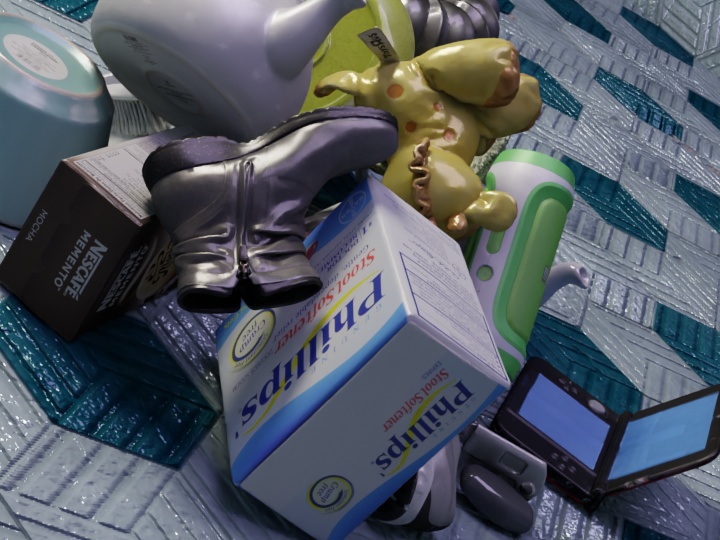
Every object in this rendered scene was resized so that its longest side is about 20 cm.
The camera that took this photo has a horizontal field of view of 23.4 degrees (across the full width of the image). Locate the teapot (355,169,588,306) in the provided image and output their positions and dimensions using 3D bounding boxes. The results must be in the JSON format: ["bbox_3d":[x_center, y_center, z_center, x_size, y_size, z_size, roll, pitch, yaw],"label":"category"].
[{"bbox_3d":[0.092,-0.036,1.673,0.199,0.146,0.198,23,25,-25],"label":"teapot"}]

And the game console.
[{"bbox_3d":[0.232,0.125,1.585,0.172,0.119,0.200,37,22,4],"label":"game console"}]

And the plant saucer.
[{"bbox_3d":[-0.051,-0.199,1.568,0.200,0.200,0.031,46,-5,24],"label":"plant saucer"}]

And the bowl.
[{"bbox_3d":[-0.278,-0.132,1.395,0.200,0.105,0.201,30,23,-14],"label":"bowl"}]

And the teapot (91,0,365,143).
[{"bbox_3d":[-0.114,-0.202,1.424,0.199,0.146,0.197,33,-17,2],"label":"teapot"}]

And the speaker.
[{"bbox_3d":[0.129,-0.003,1.548,0.088,0.201,0.089,17,-17,6],"label":"speaker"}]

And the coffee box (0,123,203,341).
[{"bbox_3d":[-0.176,-0.034,1.331,0.080,0.113,0.200,39,23,9],"label":"coffee box"}]

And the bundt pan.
[{"bbox_3d":[0.050,-0.260,1.671,0.201,0.076,0.202,21,36,-16],"label":"bundt pan"}]

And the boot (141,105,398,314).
[{"bbox_3d":[-0.050,-0.037,1.245,0.199,0.070,0.132,-15,63,-14],"label":"boot"}]

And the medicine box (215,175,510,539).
[{"bbox_3d":[-0.006,0.064,1.266,0.103,0.182,0.200,37,19,-26],"label":"medicine box"}]

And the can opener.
[{"bbox_3d":[0.065,0.138,1.408,0.199,0.053,0.067,32,23,-6],"label":"can opener"}]

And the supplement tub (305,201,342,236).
[{"bbox_3d":[0.000,0.000,1.500,0.122,0.123,0.200,39,23,10],"label":"supplement tub"}]

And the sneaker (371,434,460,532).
[{"bbox_3d":[0.040,0.111,1.356,0.079,0.074,0.201,32,49,-41],"label":"sneaker"}]

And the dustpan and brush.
[{"bbox_3d":[-0.223,-0.156,1.557,0.139,0.058,0.199,-32,29,-33],"label":"dustpan and brush"}]

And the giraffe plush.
[{"bbox_3d":[0.063,-0.091,1.429,0.200,0.172,0.163,19,56,-50],"label":"giraffe plush"}]

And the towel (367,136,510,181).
[{"bbox_3d":[0.061,-0.128,1.615,0.148,0.037,0.200,27,32,9],"label":"towel"}]
